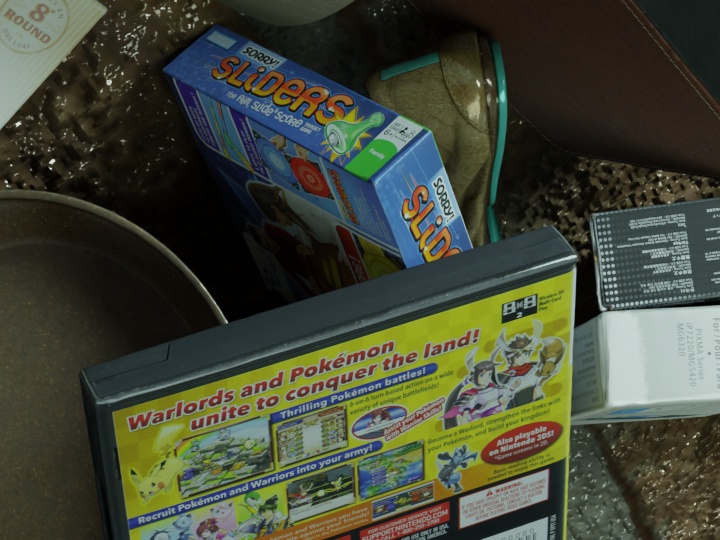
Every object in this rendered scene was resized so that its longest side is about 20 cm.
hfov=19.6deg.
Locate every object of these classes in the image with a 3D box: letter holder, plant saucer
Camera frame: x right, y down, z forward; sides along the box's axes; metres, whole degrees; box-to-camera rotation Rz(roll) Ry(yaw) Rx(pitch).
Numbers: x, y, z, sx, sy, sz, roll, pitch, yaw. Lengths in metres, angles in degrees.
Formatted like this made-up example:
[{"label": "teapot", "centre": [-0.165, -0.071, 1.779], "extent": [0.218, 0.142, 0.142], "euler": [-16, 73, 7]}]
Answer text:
[{"label": "letter holder", "centre": [0.097, -0.136, 0.870], "extent": [0.200, 0.141, 0.101], "euler": [42, 69, -39]}, {"label": "plant saucer", "centre": [-0.134, 0.063, 0.879], "extent": [0.198, 0.037, 0.203], "euler": [3, 102, 12]}]

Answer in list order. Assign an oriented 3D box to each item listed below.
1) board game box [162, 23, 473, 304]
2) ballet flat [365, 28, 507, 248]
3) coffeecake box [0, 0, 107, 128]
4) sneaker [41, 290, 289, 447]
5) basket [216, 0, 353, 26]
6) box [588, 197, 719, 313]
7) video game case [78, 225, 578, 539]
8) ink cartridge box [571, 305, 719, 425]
[{"label": "board game box", "centre": [0.000, 0.000, 0.889], "extent": [0.034, 0.135, 0.201], "euler": [-42, 137, -20]}, {"label": "ballet flat", "centre": [0.032, -0.025, 0.935], "extent": [0.072, 0.068, 0.201], "euler": [-7, 141, 1]}, {"label": "coffeecake box", "centre": [-0.217, -0.079, 0.759], "extent": [0.200, 0.073, 0.153], "euler": [-46, 130, 11]}, {"label": "sneaker", "centre": [-0.040, 0.065, 0.913], "extent": [0.199, 0.079, 0.090], "euler": [28, 118, -7]}, {"label": "basket", "centre": [-0.073, -0.177, 0.694], "extent": [0.135, 0.182, 0.199], "euler": [-20, 146, 37]}, {"label": "box", "centre": [0.205, -0.008, 0.944], "extent": [0.198, 0.045, 0.160], "euler": [-7, 175, 6]}, {"label": "video game case", "centre": [-0.006, 0.085, 0.839], "extent": [0.198, 0.026, 0.182], "euler": [-16, 131, -17]}, {"label": "ink cartridge box", "centre": [0.179, 0.041, 0.966], "extent": [0.174, 0.200, 0.045], "euler": [-5, 84, -4]}]
